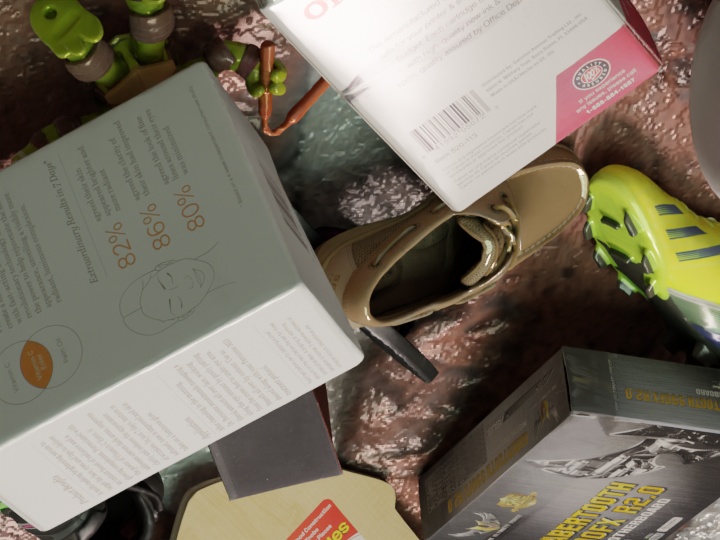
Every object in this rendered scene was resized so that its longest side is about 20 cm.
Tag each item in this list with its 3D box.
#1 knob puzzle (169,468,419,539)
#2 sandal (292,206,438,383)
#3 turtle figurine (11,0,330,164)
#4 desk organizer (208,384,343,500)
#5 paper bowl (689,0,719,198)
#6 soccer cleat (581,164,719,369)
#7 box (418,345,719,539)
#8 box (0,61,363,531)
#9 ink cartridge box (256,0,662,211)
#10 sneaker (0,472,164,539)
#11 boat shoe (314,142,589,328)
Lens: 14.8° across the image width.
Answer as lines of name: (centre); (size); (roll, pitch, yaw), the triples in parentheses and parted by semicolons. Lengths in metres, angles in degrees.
knob puzzle: (-0.053, 0.205, 1.773); (0.219, 0.030, 0.221); (-6, 103, -27)
sandal: (0.000, 0.000, 1.622); (0.048, 0.075, 0.200); (-44, 132, -2)
turtle figurine: (-0.112, -0.110, 1.488); (0.199, 0.065, 0.161); (-22, 150, -3)
desk organizer: (-0.070, 0.035, 1.616); (0.071, 0.077, 0.200); (-13, 134, 5)
paper bowl: (0.254, -0.100, 1.527); (0.104, 0.201, 0.201); (3, 129, -20)
soccer cleat: (0.201, -0.009, 1.698); (0.084, 0.065, 0.200); (-49, 129, -12)
box: (0.150, 0.120, 1.743); (0.158, 0.049, 0.200); (8, 149, -25)
box: (-0.126, 0.015, 1.456); (0.199, 0.153, 0.106); (-28, 150, 6)
ink cartridge box: (0.048, -0.148, 1.497); (0.146, 0.083, 0.200); (-34, 132, 13)
sneaker: (-0.157, 0.142, 1.637); (0.077, 0.084, 0.200); (-52, 167, 6)
boat shoe: (0.063, -0.014, 1.587); (0.200, 0.064, 0.072); (-29, 115, -28)
